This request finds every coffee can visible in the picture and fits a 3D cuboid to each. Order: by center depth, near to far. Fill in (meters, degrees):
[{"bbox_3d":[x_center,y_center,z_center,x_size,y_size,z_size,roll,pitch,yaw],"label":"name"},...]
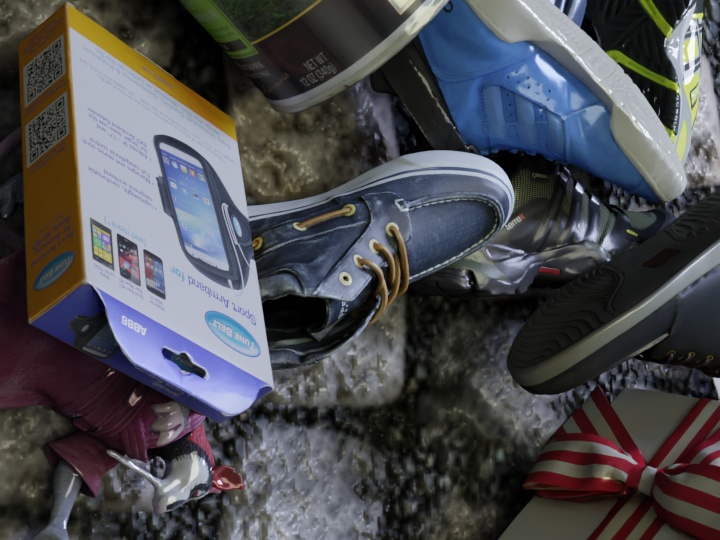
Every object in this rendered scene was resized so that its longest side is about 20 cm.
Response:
[{"bbox_3d":[-0.055,-0.202,0.819,0.200,0.146,0.146,47,63,-22],"label":"coffee can"}]

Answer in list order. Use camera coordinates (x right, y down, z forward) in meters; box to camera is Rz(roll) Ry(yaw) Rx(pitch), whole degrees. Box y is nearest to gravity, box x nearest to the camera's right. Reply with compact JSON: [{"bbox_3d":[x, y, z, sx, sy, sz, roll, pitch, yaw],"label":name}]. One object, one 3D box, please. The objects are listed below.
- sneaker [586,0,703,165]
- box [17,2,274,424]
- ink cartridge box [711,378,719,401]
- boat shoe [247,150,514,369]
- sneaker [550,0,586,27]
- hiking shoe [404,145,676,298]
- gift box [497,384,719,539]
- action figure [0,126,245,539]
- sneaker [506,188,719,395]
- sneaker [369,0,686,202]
[{"bbox_3d":[0.185,-0.142,1.039,0.076,0.075,0.201,49,51,-60],"label":"sneaker"},{"bbox_3d":[-0.100,-0.019,0.740,0.119,0.041,0.200,34,34,-40],"label":"box"},{"bbox_3d":[0.285,0.135,1.096,0.095,0.037,0.201,-25,103,-33],"label":"ink cartridge box"},{"bbox_3d":[0.000,0.000,0.841,0.200,0.091,0.071,-15,126,-13],"label":"boat shoe"},{"bbox_3d":[0.120,-0.182,0.987,0.200,0.080,0.147,-16,103,-38],"label":"sneaker"},{"bbox_3d":[0.117,-0.038,0.968,0.200,0.076,0.101,-5,93,-34],"label":"hiking shoe"},{"bbox_3d":[0.200,0.170,0.954,0.200,0.184,0.187,-49,121,-31],"label":"gift box"},{"bbox_3d":[-0.135,0.051,0.793,0.200,0.134,0.149,44,27,-32],"label":"action figure"},{"bbox_3d":[0.183,0.041,0.928,0.200,0.075,0.106,-31,111,-17],"label":"sneaker"},{"bbox_3d":[0.089,-0.086,0.911,0.200,0.111,0.077,39,26,-28],"label":"sneaker"}]
